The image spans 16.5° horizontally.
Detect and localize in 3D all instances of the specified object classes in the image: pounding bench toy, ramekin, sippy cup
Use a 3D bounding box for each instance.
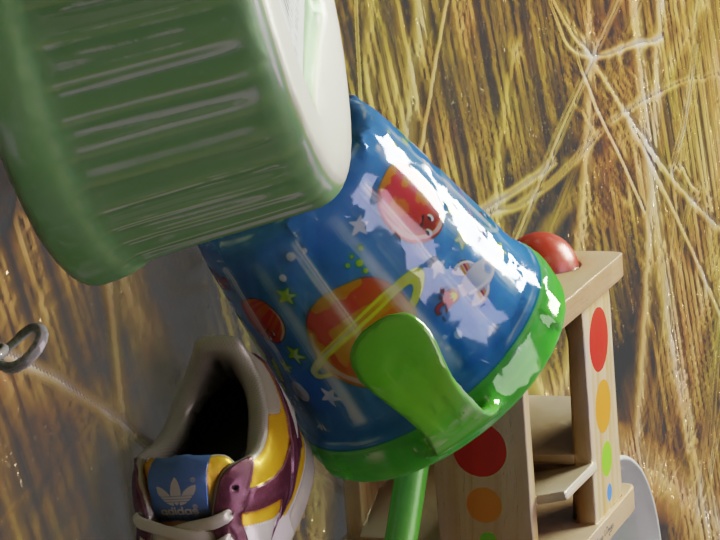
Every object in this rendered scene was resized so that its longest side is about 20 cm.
[{"bbox_3d":[0.046,0.071,1.221,0.200,0.124,0.156,-33,121,-64],"label":"pounding bench toy"},{"bbox_3d":[-0.070,-0.102,0.880,0.200,0.097,0.201,-12,90,-82],"label":"ramekin"},{"bbox_3d":[0.000,0.000,1.088,0.130,0.178,0.140,52,61,-25],"label":"sippy cup"}]

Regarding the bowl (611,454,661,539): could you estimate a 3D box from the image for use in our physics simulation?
[{"bbox_3d":[0.106,0.204,1.423,0.201,0.090,0.202,2,90,-69],"label":"bowl"}]

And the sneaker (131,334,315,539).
[{"bbox_3d":[-0.069,0.122,1.011,0.090,0.075,0.200,68,23,-49],"label":"sneaker"}]

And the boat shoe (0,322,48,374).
[{"bbox_3d":[-0.145,0.024,0.809,0.068,0.073,0.200,3,79,-54],"label":"boat shoe"}]
